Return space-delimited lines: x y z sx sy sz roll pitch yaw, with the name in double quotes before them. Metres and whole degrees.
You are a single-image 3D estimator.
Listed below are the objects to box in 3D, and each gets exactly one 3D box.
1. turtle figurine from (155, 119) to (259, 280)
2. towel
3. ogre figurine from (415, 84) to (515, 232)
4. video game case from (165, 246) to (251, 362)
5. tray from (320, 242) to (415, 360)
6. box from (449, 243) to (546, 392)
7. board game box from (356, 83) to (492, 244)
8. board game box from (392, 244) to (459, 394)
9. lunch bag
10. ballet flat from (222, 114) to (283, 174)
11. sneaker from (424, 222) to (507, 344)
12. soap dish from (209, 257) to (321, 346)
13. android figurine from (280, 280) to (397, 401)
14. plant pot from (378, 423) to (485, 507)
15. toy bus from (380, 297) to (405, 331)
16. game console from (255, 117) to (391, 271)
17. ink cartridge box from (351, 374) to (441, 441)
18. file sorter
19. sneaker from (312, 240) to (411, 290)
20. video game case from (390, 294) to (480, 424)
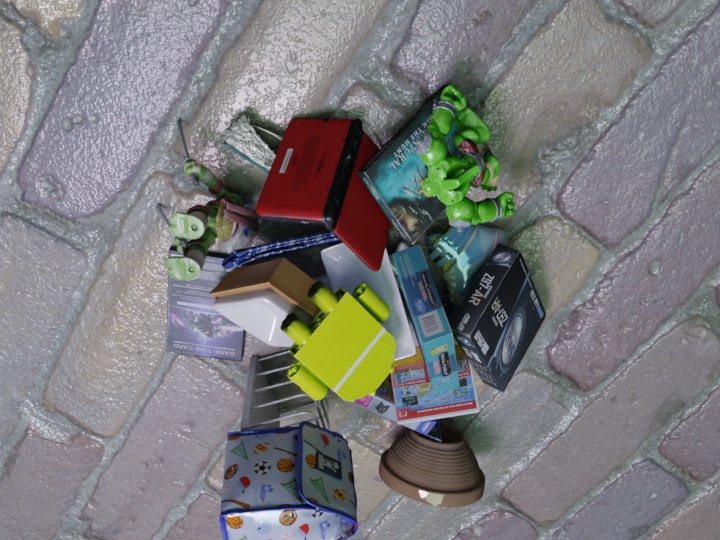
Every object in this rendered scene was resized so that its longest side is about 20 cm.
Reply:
"turtle figurine" -0.260 -0.083 0.984 0.200 0.195 0.143 43 112 -16
"towel" -0.110 -0.031 1.008 0.195 0.144 0.025 -13 90 -19
"ogre figurine" 0.143 -0.148 0.936 0.119 0.097 0.204 -37 126 -32
"video game case" -0.268 0.063 1.153 0.139 0.019 0.205 8 117 -4
"tray" 0.014 0.049 1.054 0.105 0.022 0.205 -17 89 11
"box" 0.226 0.081 1.063 0.162 0.043 0.201 -55 139 -16
"board game box" 0.101 -0.158 0.982 0.200 0.028 0.136 -46 115 -16
"board game box" 0.104 0.080 1.015 0.046 0.154 0.201 -18 148 2
"lunch bag" -0.105 0.322 0.982 0.194 0.171 0.127 -2 120 -5
"ballet flat" -0.121 -0.166 1.015 0.198 0.072 0.072 37 111 -17
"sneaker" 0.148 0.009 1.082 0.128 0.080 0.205 21 90 -8
"soap dish" -0.132 0.054 1.055 0.156 0.083 0.198 37 153 -29
"android figurine" -0.024 0.112 0.989 0.200 0.041 0.183 42 83 -27
"plant pot" 0.136 0.340 1.206 0.195 0.201 0.095 8 98 -5
"toy bus" -0.018 0.096 1.119 0.195 0.067 0.078 -14 160 12
"game console" -0.041 -0.115 0.977 0.168 0.204 0.120 5 143 14
"ink cartridge box" 0.065 0.217 1.174 0.197 0.120 0.042 28 116 -14
"file sorter" -0.121 0.247 1.147 0.121 0.201 0.142 -15 117 3
"sneaker" 0.000 0.000 1.101 0.194 0.075 0.083 -11 103 2
"video game case" 0.117 0.148 1.121 0.139 0.205 0.017 -9 161 5
